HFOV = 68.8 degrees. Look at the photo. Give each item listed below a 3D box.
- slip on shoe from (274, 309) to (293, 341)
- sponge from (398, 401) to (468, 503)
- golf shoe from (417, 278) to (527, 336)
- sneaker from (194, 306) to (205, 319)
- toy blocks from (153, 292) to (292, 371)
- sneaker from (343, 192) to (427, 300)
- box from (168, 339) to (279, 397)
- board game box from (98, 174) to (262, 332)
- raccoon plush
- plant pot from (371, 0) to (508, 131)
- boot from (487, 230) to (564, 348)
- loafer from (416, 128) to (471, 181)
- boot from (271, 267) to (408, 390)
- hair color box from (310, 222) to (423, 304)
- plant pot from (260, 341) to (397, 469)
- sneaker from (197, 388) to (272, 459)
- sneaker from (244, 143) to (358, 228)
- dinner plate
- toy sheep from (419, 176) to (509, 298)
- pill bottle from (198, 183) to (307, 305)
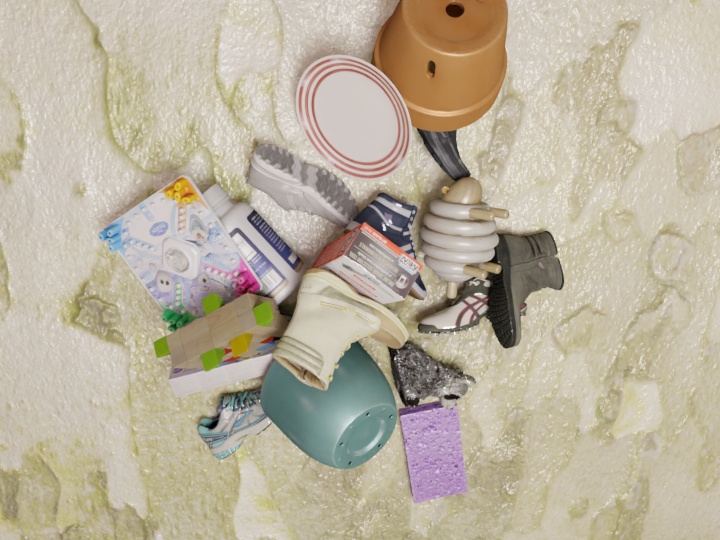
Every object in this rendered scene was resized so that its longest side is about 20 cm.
[{"bbox_3d":[-0.128,0.109,0.914,0.200,0.061,0.076,31,102,-11],"label":"slip on shoe"},{"bbox_3d":[0.142,0.351,1.017,0.111,0.030,0.201,-10,106,-1],"label":"sponge"},{"bbox_3d":[0.188,0.060,0.922,0.199,0.077,0.088,-15,89,-9],"label":"golf shoe"},{"bbox_3d":[-0.256,0.111,0.902,0.077,0.073,0.201,-21,105,6],"label":"sneaker"},{"bbox_3d":[-0.186,0.098,0.801,0.199,0.137,0.100,-27,71,15],"label":"toy blocks"},{"bbox_3d":[0.070,-0.042,0.880,0.200,0.070,0.109,44,75,-31],"label":"sneaker"},{"bbox_3d":[-0.213,0.160,0.873,0.199,0.039,0.042,-15,117,-1],"label":"box"},{"bbox_3d":[-0.278,-0.015,0.801,0.199,0.026,0.200,-24,107,27],"label":"board game box"},{"bbox_3d":[0.124,0.155,0.933,0.133,0.097,0.201,-15,106,-8],"label":"raccoon plush"},{"bbox_3d":[0.116,-0.317,0.730,0.199,0.140,0.201,0,77,-1],"label":"plant pot"},{"bbox_3d":[0.282,0.026,0.872,0.130,0.068,0.201,0,76,-13],"label":"boot"},{"bbox_3d":[0.124,-0.230,0.831,0.070,0.068,0.201,-32,102,13],"label":"loafer"},{"bbox_3d":[-0.025,0.108,0.781,0.200,0.072,0.155,34,58,-23],"label":"boot"},{"bbox_3d":[0.000,0.000,0.819,0.111,0.200,0.064,36,73,-13],"label":"hair color box"},{"bbox_3d":[-0.037,0.219,0.854,0.200,0.161,0.201,-22,130,-29],"label":"plant pot"},{"bbox_3d":[-0.211,0.254,0.943,0.200,0.078,0.086,-40,101,7],"label":"sneaker"},{"bbox_3d":[-0.093,-0.127,0.858,0.200,0.075,0.082,31,135,-16],"label":"sneaker"},{"bbox_3d":[-0.009,-0.227,0.794,0.200,0.024,0.201,21,140,19],"label":"dinner plate"},{"bbox_3d":[0.159,-0.049,0.843,0.137,0.138,0.201,6,103,-5],"label":"toy sheep"},{"bbox_3d":[-0.189,-0.037,0.843,0.111,0.111,0.200,-40,104,7],"label":"pill bottle"}]
